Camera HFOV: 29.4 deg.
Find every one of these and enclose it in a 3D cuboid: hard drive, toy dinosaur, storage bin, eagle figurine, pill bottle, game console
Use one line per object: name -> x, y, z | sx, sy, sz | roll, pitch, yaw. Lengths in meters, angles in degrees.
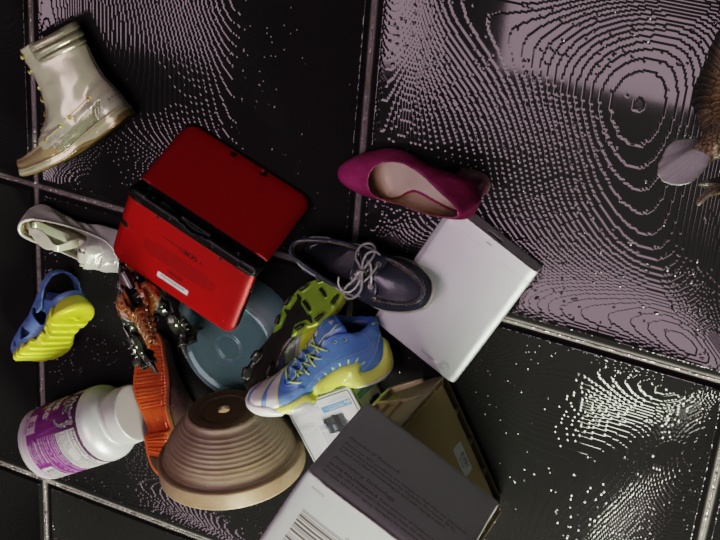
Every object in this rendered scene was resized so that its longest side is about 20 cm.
hard drive -> 0.117, 0.028, 1.694 | 0.132, 0.026, 0.200 | 38, 123, 7
toy dinosaur -> -0.287, 0.058, 1.802 | 0.102, 0.200, 0.136 | -18, 115, 17
storage bin -> 0.074, 0.262, 1.716 | 0.093, 0.198, 0.201 | -18, 103, 33
eagle figurine -> 0.406, -0.163, 1.404 | 0.151, 0.151, 0.201 | 26, 133, 26
pill bottle -> -0.395, 0.229, 1.996 | 0.199, 0.112, 0.113 | -21, 102, 32
game console -> -0.194, -0.054, 1.769 | 0.199, 0.119, 0.173 | 33, 127, 11

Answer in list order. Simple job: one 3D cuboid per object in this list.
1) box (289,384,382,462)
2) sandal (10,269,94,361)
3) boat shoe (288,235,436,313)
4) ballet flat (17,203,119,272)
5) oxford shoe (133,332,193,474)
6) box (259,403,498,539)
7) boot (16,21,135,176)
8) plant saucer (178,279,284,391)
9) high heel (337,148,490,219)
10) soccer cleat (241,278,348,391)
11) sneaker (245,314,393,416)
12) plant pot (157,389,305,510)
box -> 0.000, 0.241, 1.829 | 0.116, 0.060, 0.201 | -20, 102, 33
sandal -> -0.448, 0.067, 1.984 | 0.200, 0.079, 0.088 | -40, 60, 39
boat shoe -> 0.000, 0.000, 1.697 | 0.199, 0.062, 0.075 | 25, 94, 30
ballet flat -> -0.390, -0.035, 1.904 | 0.199, 0.069, 0.070 | 21, 120, 17
oxford shoe -> -0.271, 0.186, 1.947 | 0.071, 0.073, 0.202 | -4, 92, 42
box -> 0.008, 0.306, 1.549 | 0.199, 0.171, 0.200 | 36, 121, 6
boot -> -0.410, -0.225, 1.825 | 0.199, 0.072, 0.155 | -27, 99, 28
plant saucer -> -0.173, 0.099, 1.870 | 0.199, 0.036, 0.201 | 11, 116, 23
high heel -> 0.050, -0.095, 1.630 | 0.199, 0.096, 0.068 | 14, 118, 21
soccer cleat -> -0.077, 0.086, 1.796 | 0.201, 0.084, 0.065 | -52, 58, 12
sneaker -> -0.058, 0.109, 1.734 | 0.076, 0.199, 0.106 | -134, 29, -57
plant pot -> -0.175, 0.222, 1.823 | 0.199, 0.201, 0.093 | 6, 118, 25
